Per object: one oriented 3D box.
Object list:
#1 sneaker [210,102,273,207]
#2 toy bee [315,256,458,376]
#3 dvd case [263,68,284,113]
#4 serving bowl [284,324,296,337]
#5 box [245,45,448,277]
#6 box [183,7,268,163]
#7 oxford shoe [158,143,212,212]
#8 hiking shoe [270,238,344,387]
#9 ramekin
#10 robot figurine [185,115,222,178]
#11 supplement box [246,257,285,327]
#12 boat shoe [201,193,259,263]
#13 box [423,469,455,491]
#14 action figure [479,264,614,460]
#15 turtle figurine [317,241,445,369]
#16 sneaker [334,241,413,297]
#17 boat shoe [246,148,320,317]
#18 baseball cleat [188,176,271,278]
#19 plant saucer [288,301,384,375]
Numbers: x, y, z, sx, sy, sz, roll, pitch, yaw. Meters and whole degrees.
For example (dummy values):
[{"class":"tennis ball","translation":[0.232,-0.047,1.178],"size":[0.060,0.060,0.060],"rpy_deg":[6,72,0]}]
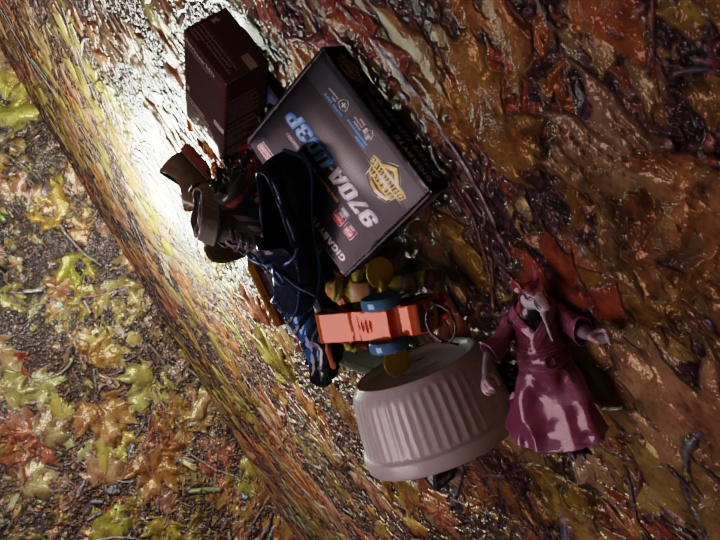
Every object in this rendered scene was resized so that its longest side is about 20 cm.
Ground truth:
[{"class":"sneaker","translation":[-0.109,-0.132,1.152],"size":[0.070,0.201,0.098],"rpy_deg":[-14,122,39]},{"class":"toy bee","translation":[0.051,0.059,1.059],"size":[0.198,0.108,0.133],"rpy_deg":[22,116,35]},{"class":"dvd case","translation":[-0.154,-0.242,1.315],"size":[0.144,0.017,0.200],"rpy_deg":[55,159,3]},{"class":"serving bowl","translation":[-0.101,0.030,1.533],"size":[0.200,0.065,0.201],"rpy_deg":[46,157,26]},{"class":"box","translation":[-0.018,-0.121,1.031],"size":[0.159,0.046,0.201],"rpy_deg":[-42,81,35]},{"class":"box","translation":[-0.183,-0.244,1.253],"size":[0.101,0.075,0.201],"rpy_deg":[51,157,14]},{"class":"oxford shoe","translation":[-0.242,-0.106,1.474],"size":[0.200,0.075,0.071],"rpy_deg":[49,169,15]},{"class":"hiking shoe","translation":[-0.072,0.053,1.217],"size":[0.074,0.085,0.203],"rpy_deg":[-19,-76,-69]},{"class":"ramekin","translation":[0.084,0.161,1.124],"size":[0.200,0.198,0.106],"rpy_deg":[-6,108,68]},{"class":"robot figurine","translation":[-0.214,-0.188,1.447],"size":[0.145,0.058,0.201],"rpy_deg":[47,168,24]},{"class":"supplement box","translation":[-0.113,-0.028,1.339],"size":[0.201,0.085,0.111],"rpy_deg":[-108,-3,-57]},{"class":"boat shoe","translation":[-0.133,-0.090,1.249],"size":[0.066,0.200,0.072],"rpy_deg":[47,175,45]},{"class":"box","translation":[0.081,0.234,1.450],"size":[0.160,0.043,0.201],"rpy_deg":[44,156,33]},{"class":"action figure","translation":[0.193,0.085,0.942],"size":[0.149,0.132,0.203],"rpy_deg":[-57,-44,-66]},{"class":"turtle figurine","translation":[0.023,0.036,1.139],"size":[0.159,0.065,0.203],"rpy_deg":[7,115,10]},{"class":"sneaker","translation":[0.000,0.000,1.245],"size":[0.199,0.071,0.081],"rpy_deg":[20,135,57]},{"class":"boat shoe","translation":[-0.095,-0.036,1.045],"size":[0.083,0.068,0.203],"rpy_deg":[15,122,38]},{"class":"baseball cleat","translation":[-0.142,-0.032,1.141],"size":[0.200,0.106,0.070],"rpy_deg":[49,137,22]},{"class":"plant saucer","translation":[-0.011,0.087,1.337],"size":[0.198,0.051,0.200],"rpy_deg":[25,-169,-5]}]
